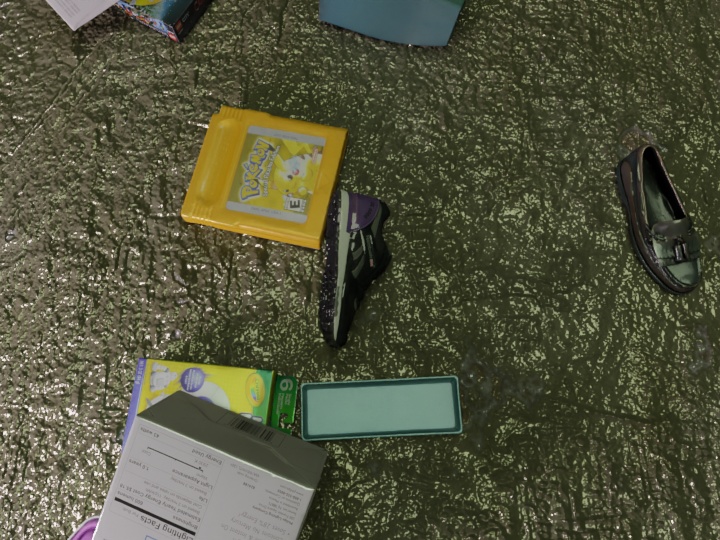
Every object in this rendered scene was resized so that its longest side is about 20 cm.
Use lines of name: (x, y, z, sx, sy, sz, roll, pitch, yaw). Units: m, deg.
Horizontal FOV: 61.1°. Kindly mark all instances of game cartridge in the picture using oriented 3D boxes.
game cartridge: (-0.130, -0.134, 0.848, 0.197, 0.032, 0.179, 12, 74, 4)

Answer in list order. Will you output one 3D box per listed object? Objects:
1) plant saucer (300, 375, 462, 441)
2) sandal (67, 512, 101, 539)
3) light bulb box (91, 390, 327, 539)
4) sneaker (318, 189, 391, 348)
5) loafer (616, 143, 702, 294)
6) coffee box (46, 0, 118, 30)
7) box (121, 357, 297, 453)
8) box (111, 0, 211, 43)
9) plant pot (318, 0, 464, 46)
plant saucer: (0.025, 0.172, 0.758, 0.197, 0.019, 0.071, -3, 73, 0)
sandal: (-0.348, 0.372, 0.690, 0.082, 0.050, 0.204, 25, 76, 9)
light bulb box: (-0.161, 0.266, 0.648, 0.196, 0.125, 0.202, 21, 92, 4)
sneaker: (0.000, 0.000, 0.784, 0.086, 0.076, 0.203, 8, 83, -17)
loafer: (0.392, -0.069, 0.798, 0.071, 0.063, 0.203, -15, 73, -3)
coffee box: (-0.413, -0.513, 0.854, 0.199, 0.200, 0.199, -35, 62, -2)
box: (-0.180, 0.176, 0.748, 0.197, 0.048, 0.119, 5, 74, 1)
box: (-0.284, -0.466, 0.948, 0.135, 0.038, 0.201, 29, 76, 10)
plant pot: (0.058, -0.420, 0.877, 0.198, 0.141, 0.143, 24, 75, 0)
